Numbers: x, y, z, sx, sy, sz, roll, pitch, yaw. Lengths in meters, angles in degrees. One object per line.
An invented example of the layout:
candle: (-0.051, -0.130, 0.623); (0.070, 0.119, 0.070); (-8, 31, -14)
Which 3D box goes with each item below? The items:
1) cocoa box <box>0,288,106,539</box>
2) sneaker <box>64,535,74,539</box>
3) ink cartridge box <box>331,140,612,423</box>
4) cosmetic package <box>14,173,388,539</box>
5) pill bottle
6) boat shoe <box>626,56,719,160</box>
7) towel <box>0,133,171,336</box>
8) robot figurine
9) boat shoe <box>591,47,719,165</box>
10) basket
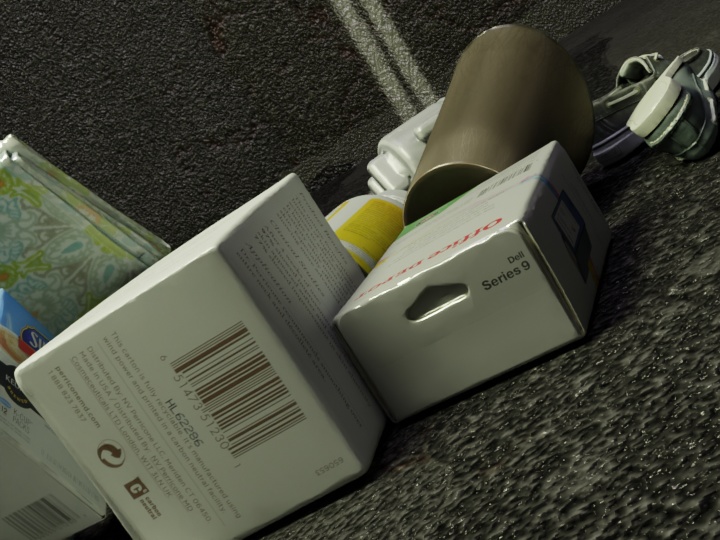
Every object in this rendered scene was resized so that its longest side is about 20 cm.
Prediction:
cocoa box: (-0.299, 0.135, 0.789); (0.199, 0.134, 0.132); (-28, 39, 12)
sneaker: (-0.268, 0.210, 0.855); (0.076, 0.081, 0.200); (-33, 14, -13)
ink cartridge box: (0.083, 0.002, 0.746); (0.145, 0.088, 0.200); (-29, 8, 24)
cosmetic package: (-0.085, 0.062, 0.740); (0.166, 0.168, 0.200); (-31, 8, 18)
pill bottle: (0.000, 0.000, 0.962); (0.112, 0.112, 0.200); (-27, 10, 33)
boat shoe: (0.275, -0.135, 0.942); (0.073, 0.062, 0.200); (-56, -4, 22)
towel: (-0.266, 0.014, 0.838); (0.200, 0.171, 0.048); (-46, 36, 6)
robot figurine: (0.103, -0.160, 1.464); (0.199, 0.113, 0.170); (-35, -19, -16)
boat shoe: (0.287, -0.180, 1.071); (0.200, 0.071, 0.072); (-39, 11, -33)
basket: (0.117, -0.088, 0.936); (0.135, 0.181, 0.200); (1, 34, 22)
